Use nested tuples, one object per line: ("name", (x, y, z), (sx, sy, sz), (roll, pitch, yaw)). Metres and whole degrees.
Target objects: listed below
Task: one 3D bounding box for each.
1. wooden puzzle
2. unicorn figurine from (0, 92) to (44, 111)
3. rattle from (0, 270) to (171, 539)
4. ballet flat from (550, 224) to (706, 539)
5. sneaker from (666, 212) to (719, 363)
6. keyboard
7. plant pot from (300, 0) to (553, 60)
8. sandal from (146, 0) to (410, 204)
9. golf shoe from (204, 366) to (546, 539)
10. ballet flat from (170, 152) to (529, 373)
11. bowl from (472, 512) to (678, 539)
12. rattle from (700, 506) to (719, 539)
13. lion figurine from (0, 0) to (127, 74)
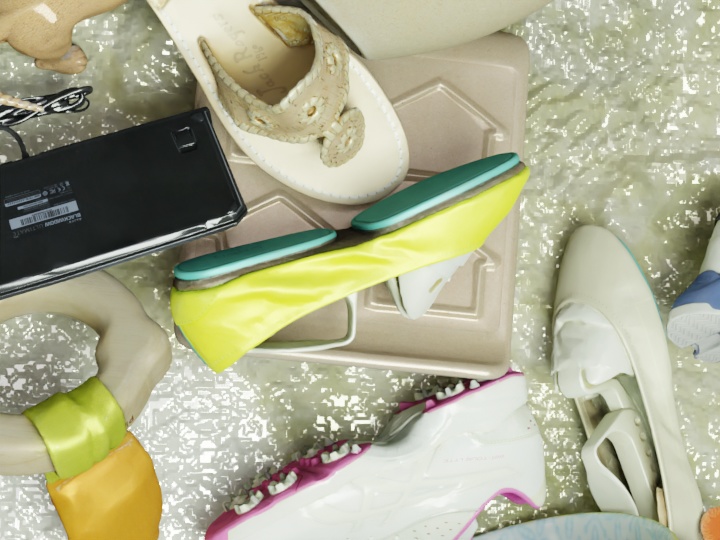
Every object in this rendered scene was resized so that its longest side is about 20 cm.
("wooden puzzle", (-0.004, -0.044, 0.905), (0.183, 0.046, 0.202), (6, 76, -7))
("unicorn figurine", (-0.283, -0.068, 0.817), (0.198, 0.074, 0.138), (13, 61, 20))
("rattle", (-0.194, 0.055, 0.878), (0.198, 0.143, 0.131), (19, 70, 19))
("ballet flat", (0.143, 0.076, 0.917), (0.069, 0.069, 0.202), (-18, 91, -10))
("sneaker", (0.272, 0.016, 0.935), (0.198, 0.080, 0.116), (26, 68, -20))
("keyboard", (-0.168, -0.043, 0.849), (0.198, 0.021, 0.128), (-16, 59, -11))
("plant pot", (0.018, -0.189, 0.852), (0.200, 0.200, 0.135), (43, 92, -6))
("sandal", (-0.048, -0.101, 0.810), (0.077, 0.070, 0.212), (-38, 113, 7))
("golf shoe", (0.014, 0.126, 0.896), (0.198, 0.075, 0.092), (-25, 96, -9))
("ballet flat", (0.000, 0.000, 0.846), (0.198, 0.067, 0.068), (-20, 102, -9))
("bowl", (0.085, 0.215, 0.846), (0.198, 0.200, 0.109), (-21, 99, -10))
("rattle", (0.224, 0.246, 0.875), (0.129, 0.143, 0.202), (9, 98, -31))
("lion figurine", (-0.137, -0.156, 0.853), (0.072, 0.122, 0.200), (43, 82, -6))
